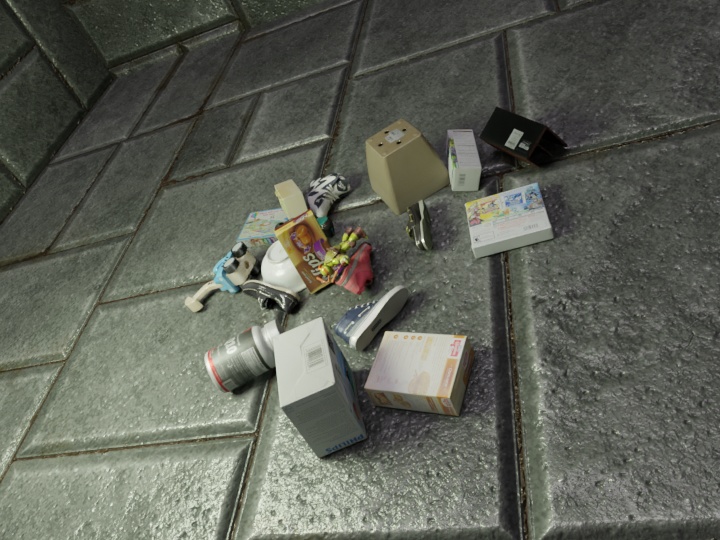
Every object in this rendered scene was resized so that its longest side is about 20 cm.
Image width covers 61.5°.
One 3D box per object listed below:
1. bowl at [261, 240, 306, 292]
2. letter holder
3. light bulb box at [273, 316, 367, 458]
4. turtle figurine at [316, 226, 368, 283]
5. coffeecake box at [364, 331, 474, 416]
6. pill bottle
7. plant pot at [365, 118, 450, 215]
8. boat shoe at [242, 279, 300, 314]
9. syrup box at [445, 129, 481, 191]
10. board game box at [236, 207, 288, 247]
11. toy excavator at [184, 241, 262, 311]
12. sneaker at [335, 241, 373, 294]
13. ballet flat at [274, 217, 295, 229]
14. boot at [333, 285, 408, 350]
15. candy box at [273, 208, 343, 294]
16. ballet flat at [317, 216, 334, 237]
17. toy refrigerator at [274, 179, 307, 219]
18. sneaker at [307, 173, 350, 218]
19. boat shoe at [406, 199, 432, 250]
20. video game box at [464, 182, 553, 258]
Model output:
[{"bbox_3d":[-0.211,-0.029,1.749,0.198,0.091,0.203,-16,42,15],"label":"bowl"},{"bbox_3d":[0.463,-0.364,1.714,0.200,0.141,0.101,42,107,48],"label":"letter holder"},{"bbox_3d":[-0.087,0.251,1.298,0.123,0.201,0.199,-22,40,5],"label":"light bulb box"},{"bbox_3d":[-0.059,-0.041,1.561,0.162,0.064,0.200,-51,7,-18],"label":"turtle figurine"},{"bbox_3d":[0.129,0.217,1.305,0.197,0.073,0.155,0,47,30],"label":"coffeecake box"},{"bbox_3d":[-0.277,0.210,1.517,0.198,0.115,0.114,-28,40,0],"label":"pill bottle"},{"bbox_3d":[0.122,-0.323,1.794,0.199,0.178,0.200,-32,40,-3],"label":"plant pot"},{"bbox_3d":[-0.260,0.076,1.682,0.198,0.073,0.063,10,62,32],"label":"boat shoe"},{"bbox_3d":[0.295,-0.321,1.750,0.080,0.079,0.202,-1,44,0],"label":"syrup box"},{"bbox_3d":[-0.290,-0.142,1.955,0.197,0.034,0.136,-6,46,25],"label":"board game box"},{"bbox_3d":[-0.417,0.029,1.819,0.198,0.100,0.196,-17,38,34],"label":"toy excavator"},{"bbox_3d":[0.000,0.000,1.624,0.074,0.086,0.201,-49,6,36],"label":"sneaker"},{"bbox_3d":[-0.209,-0.128,1.781,0.065,0.058,0.200,4,5,-20],"label":"ballet flat"},{"bbox_3d":[0.024,0.099,1.489,0.200,0.073,0.090,-44,48,-17],"label":"boot"},{"bbox_3d":[-0.135,-0.049,1.635,0.116,0.202,0.057,-29,25,-3],"label":"candy box"},{"bbox_3d":[-0.145,-0.127,1.823,0.068,0.069,0.199,-46,33,-19],"label":"ballet flat"},{"bbox_3d":[-0.219,-0.219,1.885,0.069,0.077,0.200,-20,24,-7],"label":"toy refrigerator"},{"bbox_3d":[-0.092,-0.243,1.908,0.128,0.080,0.200,-26,29,17],"label":"sneaker"},{"bbox_3d":[0.156,-0.115,1.644,0.060,0.072,0.202,-19,34,17],"label":"boat shoe"},{"bbox_3d":[0.374,-0.129,1.547,0.197,0.047,0.184,-15,44,16],"label":"video game box"}]
